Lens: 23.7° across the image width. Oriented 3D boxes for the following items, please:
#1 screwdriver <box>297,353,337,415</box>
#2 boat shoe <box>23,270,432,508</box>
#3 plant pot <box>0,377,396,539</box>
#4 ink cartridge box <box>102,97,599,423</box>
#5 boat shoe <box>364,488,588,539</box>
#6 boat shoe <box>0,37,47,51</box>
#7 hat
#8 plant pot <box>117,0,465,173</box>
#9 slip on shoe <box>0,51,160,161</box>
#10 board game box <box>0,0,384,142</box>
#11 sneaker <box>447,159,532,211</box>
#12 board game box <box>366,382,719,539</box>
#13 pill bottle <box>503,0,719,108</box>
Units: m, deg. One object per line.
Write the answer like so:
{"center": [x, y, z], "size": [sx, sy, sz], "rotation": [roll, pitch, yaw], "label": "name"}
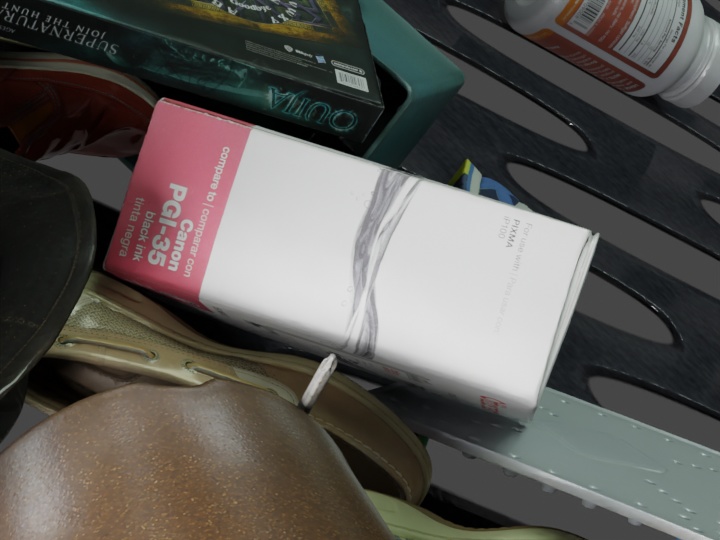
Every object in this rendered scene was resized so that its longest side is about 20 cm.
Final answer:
{"center": [-0.039, 0.076, 0.643], "size": [0.029, 0.200, 0.028], "rotation": [5, 60, -9], "label": "screwdriver"}
{"center": [-0.064, 0.071, 0.749], "size": [0.199, 0.072, 0.065], "rotation": [24, 32, -6], "label": "boat shoe"}
{"center": [-0.041, 0.150, 0.522], "size": [0.199, 0.201, 0.199], "rotation": [21, 23, -31], "label": "plant pot"}
{"center": [0.000, 0.000, 0.787], "size": [0.199, 0.083, 0.147], "rotation": [18, -6, 7], "label": "ink cartridge box"}
{"center": [0.049, 0.152, 0.760], "size": [0.199, 0.073, 0.063], "rotation": [16, 40, -24], "label": "boat shoe"}
{"center": [-0.151, -0.150, 0.863], "size": [0.074, 0.069, 0.200], "rotation": [15, 13, 0], "label": "boat shoe"}
{"center": [-0.177, 0.041, 0.619], "size": [0.199, 0.081, 0.201], "rotation": [-9, 40, 7], "label": "hat"}
{"center": [-0.028, -0.101, 0.996], "size": [0.141, 0.142, 0.200], "rotation": [43, 21, 10], "label": "plant pot"}
{"center": [-0.176, -0.071, 0.840], "size": [0.199, 0.074, 0.062], "rotation": [4, 64, -50], "label": "slip on shoe"}
{"center": [-0.089, -0.139, 0.805], "size": [0.199, 0.028, 0.136], "rotation": [15, 41, -25], "label": "board game box"}
{"center": [0.077, 0.002, 1.028], "size": [0.082, 0.074, 0.200], "rotation": [35, 27, -10], "label": "sneaker"}
{"center": [0.115, 0.098, 0.853], "size": [0.199, 0.026, 0.200], "rotation": [20, 9, 19], "label": "board game box"}
{"center": [0.237, -0.227, 1.556], "size": [0.199, 0.112, 0.113], "rotation": [25, 29, -26], "label": "pill bottle"}
